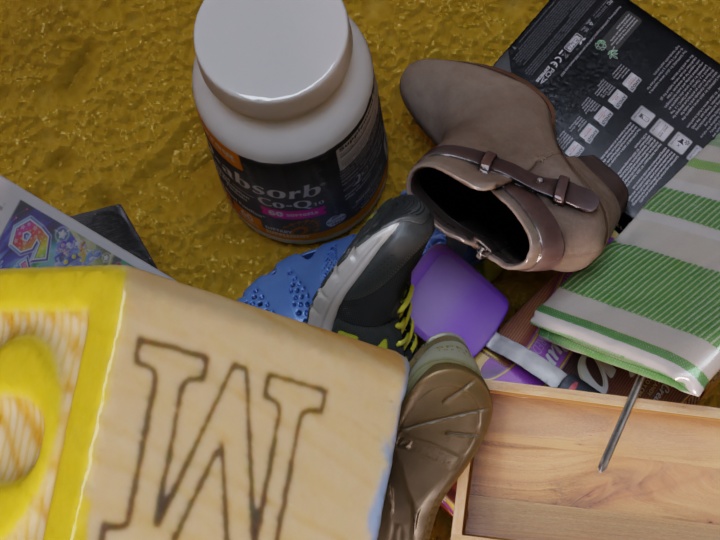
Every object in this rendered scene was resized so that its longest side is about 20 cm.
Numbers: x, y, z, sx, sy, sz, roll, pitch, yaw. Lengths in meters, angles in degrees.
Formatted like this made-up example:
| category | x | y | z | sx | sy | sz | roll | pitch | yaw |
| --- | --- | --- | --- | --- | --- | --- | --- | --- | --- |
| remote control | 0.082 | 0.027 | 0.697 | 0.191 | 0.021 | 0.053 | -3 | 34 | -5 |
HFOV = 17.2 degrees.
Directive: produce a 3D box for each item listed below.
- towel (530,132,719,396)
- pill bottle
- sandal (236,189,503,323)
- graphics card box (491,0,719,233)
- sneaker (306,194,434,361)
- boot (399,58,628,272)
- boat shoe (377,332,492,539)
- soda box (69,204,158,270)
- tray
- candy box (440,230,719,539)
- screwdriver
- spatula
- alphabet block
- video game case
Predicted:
| category | x | y | z | sx | sy | sz | roll | pitch | yaw |
| --- | --- | --- | --- | --- | --- | --- | --- | --- | --- |
| towel | 0.214 | -0.013 | 1.425 | 0.200 | 0.023 | 0.152 | -43 | 33 | -19 |
| pill bottle | -0.045 | -0.104 | 1.496 | 0.115 | 0.200 | 0.117 | -2 | 68 | 5 |
| sandal | 0.000 | 0.000 | 1.514 | 0.199 | 0.087 | 0.080 | -30 | 71 | -5 |
| graphics card box | 0.182 | -0.092 | 1.551 | 0.199 | 0.051 | 0.126 | 37 | 77 | 16 |
| sneaker | 0.009 | 0.039 | 1.438 | 0.084 | 0.201 | 0.075 | 32 | 39 | 3 |
| boot | 0.072 | -0.067 | 1.465 | 0.199 | 0.146 | 0.071 | 31 | 117 | 25 |
| boat shoe | 0.010 | 0.129 | 1.412 | 0.073 | 0.063 | 0.202 | 24 | 110 | -16 |
| soda box | -0.227 | 0.023 | 1.490 | 0.199 | 0.063 | 0.071 | -17 | 63 | -32 |
| tray | 0.158 | 0.125 | 1.412 | 0.198 | 0.037 | 0.100 | 7 | 85 | 6 |
| candy box | 0.127 | 0.082 | 1.486 | 0.200 | 0.057 | 0.117 | -44 | 73 | -10 |
| screwdriver | 0.171 | 0.055 | 1.416 | 0.028 | 0.029 | 0.201 | 15 | 48 | 15 |
| spatula | 0.110 | 0.061 | 1.454 | 0.199 | 0.021 | 0.057 | 36 | 77 | 13 |
| alphabet block | -0.119 | 0.116 | 1.328 | 0.195 | 0.199 | 0.198 | -3 | 72 | 51 |
| video game case | -0.188 | 0.045 | 1.457 | 0.018 | 0.199 | 0.144 | 21 | 81 | 52 |
